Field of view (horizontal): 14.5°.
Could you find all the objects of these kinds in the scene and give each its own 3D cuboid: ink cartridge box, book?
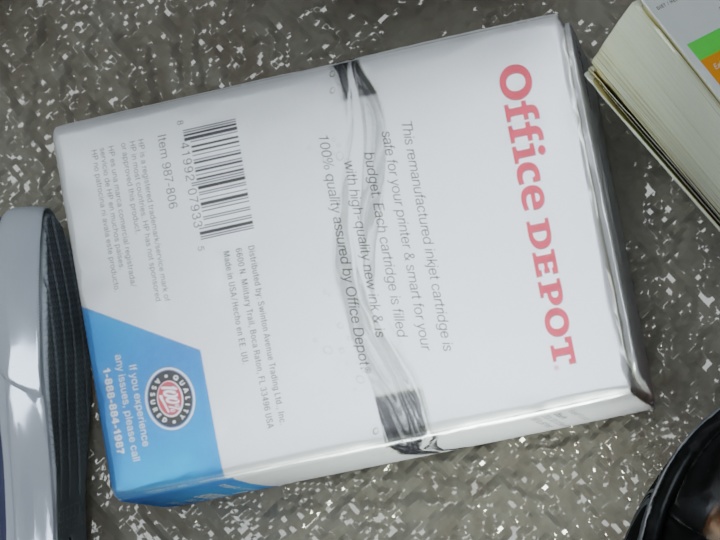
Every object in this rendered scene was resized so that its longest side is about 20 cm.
[{"bbox_3d":[0.000,0.000,1.069,0.200,0.084,0.145,-12,80,11],"label":"ink cartridge box"},{"bbox_3d":[0.195,-0.034,1.023,0.134,0.048,0.200,-28,72,-35],"label":"book"}]

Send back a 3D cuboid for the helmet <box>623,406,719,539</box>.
[{"bbox_3d":[0.165,0.138,0.906,0.200,0.191,0.200,-5,58,9],"label":"helmet"}]

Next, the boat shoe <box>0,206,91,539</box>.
[{"bbox_3d":[-0.141,0.075,1.095,0.062,0.072,0.200,-2,84,9],"label":"boat shoe"}]
